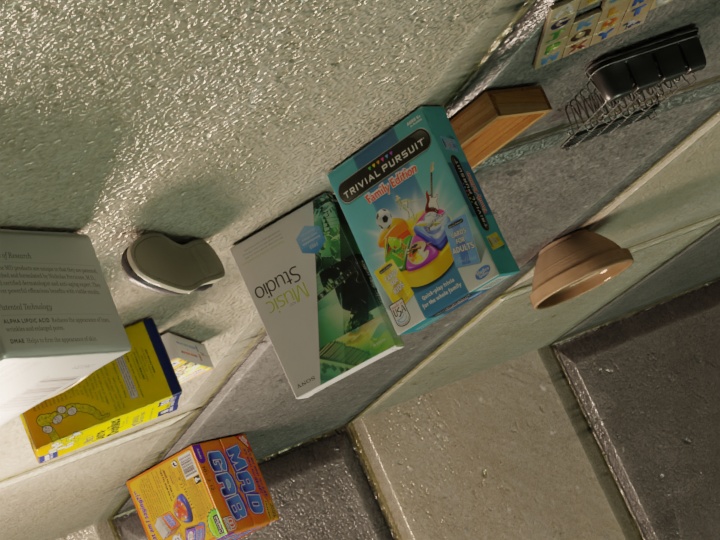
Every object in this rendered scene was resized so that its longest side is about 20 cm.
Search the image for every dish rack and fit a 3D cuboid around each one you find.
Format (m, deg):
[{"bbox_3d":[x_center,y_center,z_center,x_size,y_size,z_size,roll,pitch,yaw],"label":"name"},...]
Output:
[{"bbox_3d":[0.320,-0.212,1.784,0.153,0.055,0.200,-19,169,-18],"label":"dish rack"}]

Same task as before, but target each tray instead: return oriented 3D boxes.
[{"bbox_3d":[0.119,-0.147,1.703,0.098,0.037,0.200,-12,162,-44],"label":"tray"}]

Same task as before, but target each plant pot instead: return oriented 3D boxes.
[{"bbox_3d":[0.387,-0.012,2.671,0.200,0.093,0.201,-24,169,-5],"label":"plant pot"}]

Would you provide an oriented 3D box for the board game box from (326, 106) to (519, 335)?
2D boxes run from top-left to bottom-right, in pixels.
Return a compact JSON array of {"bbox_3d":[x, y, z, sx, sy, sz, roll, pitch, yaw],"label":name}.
[{"bbox_3d":[0.065,-0.053,1.598,0.151,0.201,0.047,-33,165,34],"label":"board game box"}]

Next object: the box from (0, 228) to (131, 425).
[{"bbox_3d":[-0.366,0.062,1.411,0.198,0.131,0.200,-30,166,23],"label":"box"}]

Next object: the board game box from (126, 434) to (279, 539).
[{"bbox_3d":[-0.334,0.489,3.131,0.199,0.201,0.199,-30,167,27],"label":"board game box"}]

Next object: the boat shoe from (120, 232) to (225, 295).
[{"bbox_3d":[-0.215,0.004,1.608,0.063,0.073,0.200,-31,171,17],"label":"boat shoe"}]

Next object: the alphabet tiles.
[{"bbox_3d":[0.277,-0.277,1.526,0.199,0.008,0.167,-23,168,-4],"label":"alphabet tiles"}]

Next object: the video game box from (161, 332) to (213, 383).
[{"bbox_3d":[-0.327,0.156,2.103,0.199,0.047,0.182,-26,170,6],"label":"video game box"}]

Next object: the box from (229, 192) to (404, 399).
[{"bbox_3d":[-0.052,0.031,1.727,0.144,0.201,0.036,-29,170,20],"label":"box"}]

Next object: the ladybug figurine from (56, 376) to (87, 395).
[{"bbox_3d":[-0.362,0.095,1.698,0.135,0.072,0.200,-15,165,-36],"label":"ladybug figurine"}]

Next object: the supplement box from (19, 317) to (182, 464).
[{"bbox_3d":[-0.345,0.157,1.912,0.199,0.110,0.109,-21,167,-16],"label":"supplement box"}]
